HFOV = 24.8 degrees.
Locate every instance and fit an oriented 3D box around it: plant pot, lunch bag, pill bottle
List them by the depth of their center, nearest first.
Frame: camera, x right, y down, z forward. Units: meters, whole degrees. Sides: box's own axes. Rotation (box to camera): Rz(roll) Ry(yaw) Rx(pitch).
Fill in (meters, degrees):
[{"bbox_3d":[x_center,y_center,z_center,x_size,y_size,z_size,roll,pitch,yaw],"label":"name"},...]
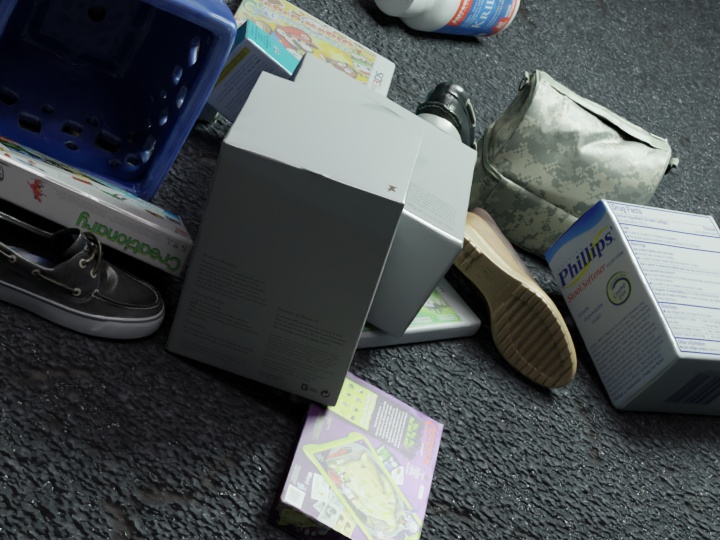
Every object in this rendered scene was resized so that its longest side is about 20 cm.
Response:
[{"bbox_3d":[-0.242,-0.206,1.474,0.199,0.201,0.180,21,25,-20],"label":"plant pot"},{"bbox_3d":[0.230,-0.111,1.821,0.199,0.168,0.140,29,29,-8],"label":"lunch bag"},{"bbox_3d":[0.110,-0.367,2.144,0.199,0.113,0.112,-5,47,-47],"label":"pill bottle"}]

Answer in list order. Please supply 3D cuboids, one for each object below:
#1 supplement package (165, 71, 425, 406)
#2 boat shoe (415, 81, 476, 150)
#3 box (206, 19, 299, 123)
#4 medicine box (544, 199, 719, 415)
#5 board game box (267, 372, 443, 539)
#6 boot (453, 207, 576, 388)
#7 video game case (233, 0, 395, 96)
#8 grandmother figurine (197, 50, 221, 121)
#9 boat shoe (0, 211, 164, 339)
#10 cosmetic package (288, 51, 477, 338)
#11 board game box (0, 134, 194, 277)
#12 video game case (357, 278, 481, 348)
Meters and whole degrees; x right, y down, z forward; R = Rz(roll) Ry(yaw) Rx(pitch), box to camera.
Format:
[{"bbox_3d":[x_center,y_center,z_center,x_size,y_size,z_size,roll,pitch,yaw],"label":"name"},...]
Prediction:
[{"bbox_3d":[-0.052,-0.027,1.355,0.151,0.201,0.151,19,29,0],"label":"supplement package"},{"bbox_3d":[0.088,-0.125,1.693,0.075,0.200,0.061,25,70,7],"label":"boat shoe"},{"bbox_3d":[-0.064,-0.154,1.636,0.200,0.082,0.049,38,24,-22],"label":"box"},{"bbox_3d":[0.319,0.039,1.714,0.181,0.103,0.201,6,50,-39],"label":"medicine box"},{"bbox_3d":[0.000,0.162,1.327,0.119,0.032,0.200,26,30,-4],"label":"board game box"},{"bbox_3d":[0.160,0.020,1.658,0.200,0.072,0.166,53,17,3],"label":"boot"},{"bbox_3d":[-0.058,-0.246,1.887,0.199,0.023,0.182,29,29,-8],"label":"video game case"},{"bbox_3d":[-0.166,-0.227,1.721,0.120,0.061,0.201,-4,41,-7],"label":"grandmother figurine"},{"bbox_3d":[-0.240,-0.007,1.300,0.199,0.066,0.070,22,31,-20],"label":"boat shoe"},{"bbox_3d":[-0.009,-0.072,1.525,0.199,0.123,0.200,30,27,-7],"label":"cosmetic package"},{"bbox_3d":[-0.239,-0.060,1.367,0.199,0.035,0.126,25,6,-15],"label":"board game box"},{"bbox_3d":[0.000,0.000,1.575,0.199,0.022,0.182,-4,46,-47],"label":"video game case"}]
